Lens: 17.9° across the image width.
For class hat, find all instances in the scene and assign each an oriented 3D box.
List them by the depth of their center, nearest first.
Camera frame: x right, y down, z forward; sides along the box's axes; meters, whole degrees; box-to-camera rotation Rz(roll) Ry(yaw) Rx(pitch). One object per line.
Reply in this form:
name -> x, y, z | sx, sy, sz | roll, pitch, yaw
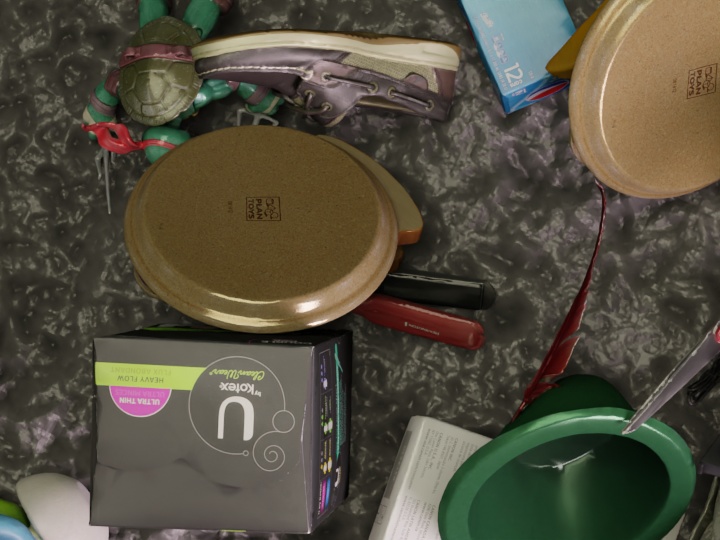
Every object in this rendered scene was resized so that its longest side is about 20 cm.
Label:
hat -> 0.134, 0.090, 1.557 | 0.200, 0.166, 0.176 | -30, 41, 16

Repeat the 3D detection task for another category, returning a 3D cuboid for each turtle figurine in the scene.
turtle figurine -> -0.128, -0.140, 1.626 | 0.149, 0.101, 0.200 | 4, 77, 7

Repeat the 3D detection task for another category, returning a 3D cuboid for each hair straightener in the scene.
hair straightener -> 0.000, 0.000, 1.625 | 0.200, 0.041, 0.077 | 11, 57, 13

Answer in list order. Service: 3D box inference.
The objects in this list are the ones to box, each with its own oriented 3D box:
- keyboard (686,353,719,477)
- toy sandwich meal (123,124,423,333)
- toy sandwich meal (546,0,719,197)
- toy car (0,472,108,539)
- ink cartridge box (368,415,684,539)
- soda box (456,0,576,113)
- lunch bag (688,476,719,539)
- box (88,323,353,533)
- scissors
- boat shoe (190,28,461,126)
keyboard -> 0.284, 0.069, 1.530 | 0.127, 0.021, 0.200 | 12, 45, 37
toy sandwich meal -> -0.064, -0.022, 1.558 | 0.205, 0.070, 0.205 | 3, 49, -3
toy sandwich meal -> 0.218, -0.148, 1.565 | 0.205, 0.205, 0.070 | -43, 39, -1
toy car -> -0.238, 0.242, 1.553 | 0.175, 0.150, 0.200 | -34, 80, 1
ink cartridge box -> 0.104, 0.207, 1.583 | 0.200, 0.050, 0.161 | 20, 84, -10
soda box -> 0.094, -0.218, 1.624 | 0.068, 0.064, 0.200 | -23, 80, 2
lunch bag -> 0.286, 0.214, 1.505 | 0.168, 0.139, 0.200 | 21, 82, 26
box -> -0.088, 0.101, 1.523 | 0.148, 0.200, 0.125 | 1, 92, 7
scissors -> 0.236, 0.027, 1.461 | 0.200, 0.014, 0.073 | -30, 107, -11
boat shoe -> -0.021, -0.133, 1.592 | 0.200, 0.073, 0.065 | 0, 90, -21
